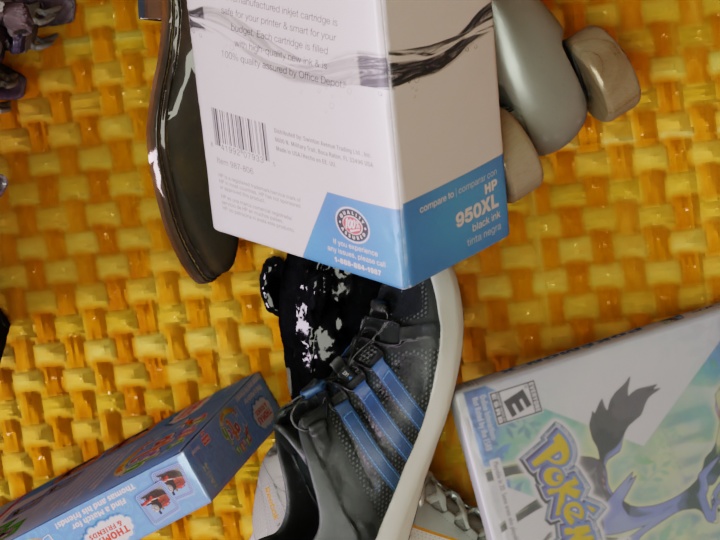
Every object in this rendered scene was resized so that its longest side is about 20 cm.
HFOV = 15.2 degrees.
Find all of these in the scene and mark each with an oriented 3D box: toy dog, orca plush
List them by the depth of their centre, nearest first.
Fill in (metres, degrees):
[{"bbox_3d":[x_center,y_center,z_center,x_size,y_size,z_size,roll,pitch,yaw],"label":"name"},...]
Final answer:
[{"bbox_3d":[0.061,-0.134,1.399,0.131,0.096,0.201,-13,91,-17],"label":"toy dog"},{"bbox_3d":[0.000,0.000,1.453,0.105,0.071,0.201,30,108,5],"label":"orca plush"}]

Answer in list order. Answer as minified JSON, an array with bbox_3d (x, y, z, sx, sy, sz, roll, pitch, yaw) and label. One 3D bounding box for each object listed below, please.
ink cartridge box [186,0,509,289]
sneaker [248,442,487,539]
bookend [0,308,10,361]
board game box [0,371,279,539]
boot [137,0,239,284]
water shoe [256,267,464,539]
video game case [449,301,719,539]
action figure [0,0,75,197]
[{"bbox_3d":[-0.009,-0.110,1.340,0.144,0.084,0.201,18,123,42],"label":"ink cartridge box"},{"bbox_3d":[0.031,0.139,1.475,0.199,0.076,0.092,7,107,11],"label":"sneaker"},{"bbox_3d":[-0.306,0.079,1.461,0.198,0.200,0.092,-27,111,11],"label":"bookend"},{"bbox_3d":[-0.150,0.132,1.479,0.200,0.151,0.037,-29,96,19],"label":"board game box"},{"bbox_3d":[-0.061,-0.093,1.445,0.096,0.075,0.201,-2,100,17],"label":"boot"},{"bbox_3d":[-0.003,0.078,1.409,0.079,0.071,0.201,13,89,-23],"label":"water shoe"},{"bbox_3d":[0.158,0.131,1.435,0.182,0.022,0.201,-17,99,-7],"label":"video game case"},{"bbox_3d":[-0.204,-0.096,1.410,0.069,0.200,0.131,19,111,-3],"label":"action figure"}]
